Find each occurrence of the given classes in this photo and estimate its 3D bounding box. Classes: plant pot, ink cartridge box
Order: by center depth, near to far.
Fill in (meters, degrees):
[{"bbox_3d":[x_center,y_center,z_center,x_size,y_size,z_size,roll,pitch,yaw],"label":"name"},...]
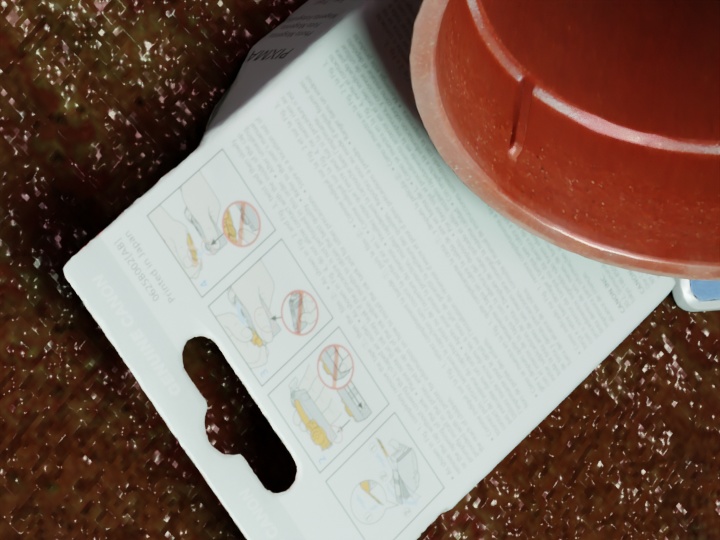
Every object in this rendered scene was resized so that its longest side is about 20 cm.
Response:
[{"bbox_3d":[0.124,-0.135,0.948,0.200,0.200,0.196,32,44,-27],"label":"plant pot"},{"bbox_3d":[0.000,0.000,0.970,0.200,0.057,0.163,-41,109,-23],"label":"ink cartridge box"}]

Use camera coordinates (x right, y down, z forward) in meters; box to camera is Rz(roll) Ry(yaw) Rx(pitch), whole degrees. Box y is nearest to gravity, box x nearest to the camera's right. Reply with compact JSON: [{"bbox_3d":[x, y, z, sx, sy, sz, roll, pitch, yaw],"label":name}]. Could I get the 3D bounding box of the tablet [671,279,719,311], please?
[{"bbox_3d":[0.167,-0.087,1.100,0.130,0.014,0.201,-3,90,-33],"label":"tablet"}]
